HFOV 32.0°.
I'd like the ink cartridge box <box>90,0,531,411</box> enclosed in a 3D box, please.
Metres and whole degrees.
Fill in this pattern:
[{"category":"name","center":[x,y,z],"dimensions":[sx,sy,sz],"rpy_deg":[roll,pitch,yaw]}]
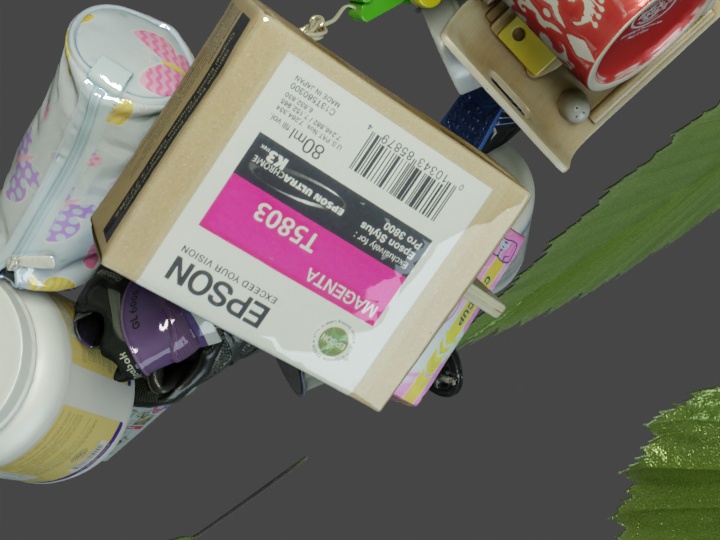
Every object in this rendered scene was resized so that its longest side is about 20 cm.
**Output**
[{"category":"ink cartridge box","center":[-0.028,-0.036,0.727],"dimensions":[0.165,0.199,0.075],"rpy_deg":[-56,-155,9]}]

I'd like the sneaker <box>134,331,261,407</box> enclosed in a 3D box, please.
[{"category":"sneaker","center":[-0.162,0.070,1.031],"dimensions":[0.199,0.077,0.114],"rpy_deg":[-25,175,42]}]

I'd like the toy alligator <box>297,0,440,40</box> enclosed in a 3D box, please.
[{"category":"toy alligator","center":[0.024,-0.212,0.883],"dimensions":[0.199,0.059,0.055],"rpy_deg":[-27,122,-32]}]

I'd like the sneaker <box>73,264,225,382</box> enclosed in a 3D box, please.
[{"category":"sneaker","center":[-0.171,0.008,0.887],"dimensions":[0.087,0.200,0.076],"rpy_deg":[-31,122,-9]}]

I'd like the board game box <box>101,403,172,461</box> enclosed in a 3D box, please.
[{"category":"board game box","center":[-0.223,0.100,1.206],"dimensions":[0.200,0.064,0.147],"rpy_deg":[-41,163,8]}]

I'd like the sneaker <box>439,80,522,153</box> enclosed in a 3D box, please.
[{"category":"sneaker","center":[0.149,-0.183,1.212],"dimensions":[0.078,0.070,0.200],"rpy_deg":[-31,169,-49]}]

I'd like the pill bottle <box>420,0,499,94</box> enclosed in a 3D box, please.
[{"category":"pill bottle","center":[0.153,-0.218,0.992],"dimensions":[0.199,0.112,0.111],"rpy_deg":[-24,166,9]}]

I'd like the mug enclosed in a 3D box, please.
[{"category":"mug","center":[0.140,-0.235,0.789],"dimensions":[0.177,0.201,0.133],"rpy_deg":[-36,163,0]}]

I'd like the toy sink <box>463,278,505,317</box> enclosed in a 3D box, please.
[{"category":"toy sink","center":[0.000,0.000,1.028],"dimensions":[0.112,0.200,0.130],"rpy_deg":[-52,137,7]}]

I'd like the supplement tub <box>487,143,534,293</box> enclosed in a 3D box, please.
[{"category":"supplement tub","center":[0.123,-0.055,1.382],"dimensions":[0.132,0.132,0.200],"rpy_deg":[-35,163,-7]}]

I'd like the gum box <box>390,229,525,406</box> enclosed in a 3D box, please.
[{"category":"gum box","center":[0.046,0.019,1.156],"dimensions":[0.113,0.066,0.201],"rpy_deg":[32,92,-33]}]

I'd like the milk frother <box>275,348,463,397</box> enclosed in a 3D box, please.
[{"category":"milk frother","center":[0.007,0.074,1.291],"dimensions":[0.187,0.201,0.180],"rpy_deg":[-22,-169,-13]}]

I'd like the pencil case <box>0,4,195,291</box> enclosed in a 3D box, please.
[{"category":"pencil case","center":[-0.175,-0.072,0.790],"dimensions":[0.091,0.083,0.200],"rpy_deg":[-37,169,-50]}]

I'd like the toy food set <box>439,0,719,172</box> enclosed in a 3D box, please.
[{"category":"toy food set","center":[0.175,-0.188,0.911],"dimensions":[0.200,0.143,0.060],"rpy_deg":[-43,-166,14]}]

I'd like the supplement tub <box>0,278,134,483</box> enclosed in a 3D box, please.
[{"category":"supplement tub","center":[-0.260,0.076,0.910],"dimensions":[0.145,0.146,0.200],"rpy_deg":[-37,164,0]}]
